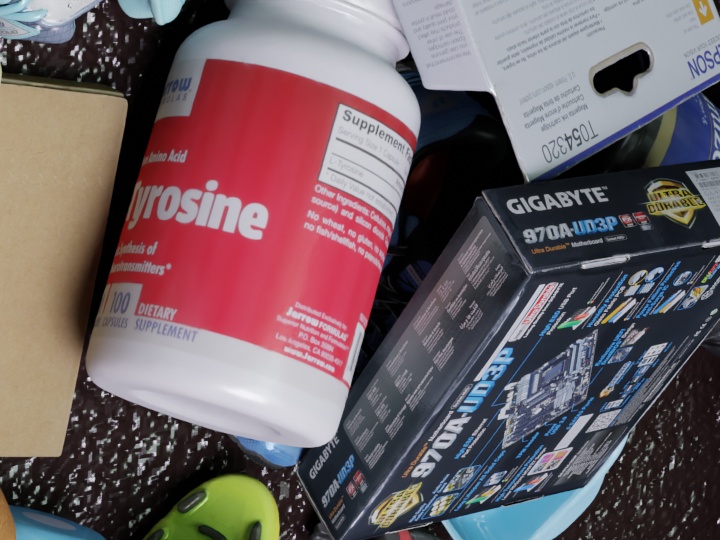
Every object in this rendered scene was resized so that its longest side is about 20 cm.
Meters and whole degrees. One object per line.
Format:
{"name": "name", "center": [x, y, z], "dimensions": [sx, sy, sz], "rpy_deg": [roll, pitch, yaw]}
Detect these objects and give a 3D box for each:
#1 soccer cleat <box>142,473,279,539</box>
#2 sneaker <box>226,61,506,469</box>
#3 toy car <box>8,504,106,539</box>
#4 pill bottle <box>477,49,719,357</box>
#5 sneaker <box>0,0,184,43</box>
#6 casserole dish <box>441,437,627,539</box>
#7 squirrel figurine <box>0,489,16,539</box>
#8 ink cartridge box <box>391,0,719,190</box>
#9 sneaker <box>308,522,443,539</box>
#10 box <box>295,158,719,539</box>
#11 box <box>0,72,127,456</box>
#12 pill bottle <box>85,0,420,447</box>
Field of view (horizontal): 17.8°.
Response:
{"name": "soccer cleat", "center": [-0.086, 0.191, 1.079], "dimensions": [0.084, 0.064, 0.202], "rpy_deg": [25, 84, -72]}
{"name": "sneaker", "center": [0.000, 0.000, 1.050], "dimensions": [0.078, 0.090, 0.201], "rpy_deg": [29, 87, -42]}
{"name": "toy car", "center": [-0.110, 0.211, 0.929], "dimensions": [0.176, 0.200, 0.186], "rpy_deg": [16, 89, -6]}
{"name": "pill bottle", "center": [0.150, -0.032, 1.150], "dimensions": [0.200, 0.112, 0.112], "rpy_deg": [34, 83, -42]}
{"name": "sneaker", "center": [-0.138, -0.130, 0.899], "dimensions": [0.199, 0.077, 0.087], "rpy_deg": [-4, 111, -39]}
{"name": "casserole dish", "center": [0.066, 0.064, 1.146], "dimensions": [0.121, 0.039, 0.200], "rpy_deg": [-43, 135, -11]}
{"name": "squirrel figurine", "center": [-0.205, 0.143, 0.853], "dimensions": [0.186, 0.200, 0.142], "rpy_deg": [-30, 116, -13]}
{"name": "ink cartridge box", "center": [0.077, -0.153, 1.018], "dimensions": [0.196, 0.043, 0.201], "rpy_deg": [-29, 102, -49]}
{"name": "sneaker", "center": [0.003, 0.216, 1.143], "dimensions": [0.097, 0.071, 0.202], "rpy_deg": [12, 97, -42]}
{"name": "box", "center": [0.080, 0.038, 1.027], "dimensions": [0.158, 0.046, 0.200], "rpy_deg": [-9, 145, -37]}
{"name": "box", "center": [-0.194, -0.003, 0.931], "dimensions": [0.199, 0.021, 0.165], "rpy_deg": [4, 103, -41]}
{"name": "pill bottle", "center": [-0.039, -0.034, 0.980], "dimensions": [0.112, 0.112, 0.201], "rpy_deg": [26, 75, -42]}
